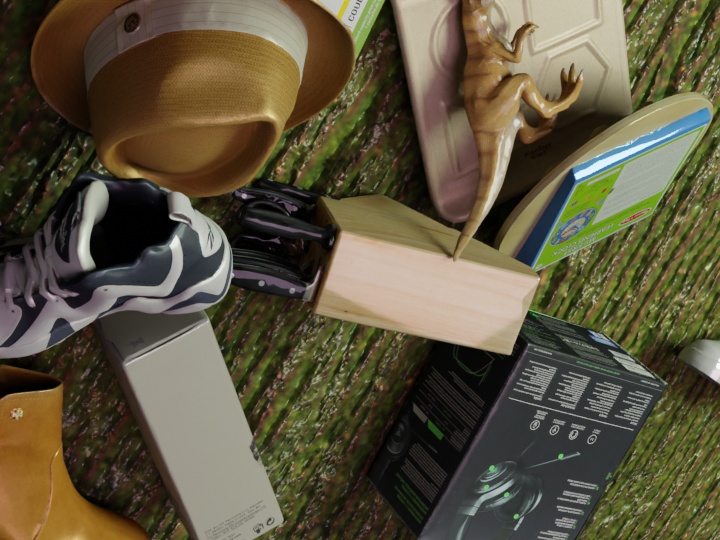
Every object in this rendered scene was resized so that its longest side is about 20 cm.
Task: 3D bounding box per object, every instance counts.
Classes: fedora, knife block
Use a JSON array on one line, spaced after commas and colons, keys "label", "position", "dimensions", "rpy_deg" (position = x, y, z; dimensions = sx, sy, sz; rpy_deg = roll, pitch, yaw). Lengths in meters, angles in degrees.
[{"label": "fedora", "position": [-0.099, -0.099, 0.807], "dimensions": [0.200, 0.082, 0.201], "rpy_deg": [-3, 154, -1]}, {"label": "knife block", "position": [0.000, 0.000, 0.929], "dimensions": [0.175, 0.200, 0.064], "rpy_deg": [-16, 129, -59]}]

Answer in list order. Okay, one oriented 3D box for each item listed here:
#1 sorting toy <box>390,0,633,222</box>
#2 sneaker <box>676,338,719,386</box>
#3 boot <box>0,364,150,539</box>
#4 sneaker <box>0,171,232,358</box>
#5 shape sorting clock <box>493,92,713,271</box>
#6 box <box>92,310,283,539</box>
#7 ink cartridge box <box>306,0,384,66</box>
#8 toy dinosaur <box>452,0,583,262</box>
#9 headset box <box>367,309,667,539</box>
[{"label": "sorting toy", "position": [0.114, -0.157, 0.998], "dimensions": [0.185, 0.036, 0.201], "rpy_deg": [-26, 122, -17]}, {"label": "sneaker", "position": [0.375, 0.066, 1.257], "dimensions": [0.200, 0.074, 0.116], "rpy_deg": [20, 103, -47]}, {"label": "boot", "position": [-0.220, 0.139, 0.935], "dimensions": [0.201, 0.071, 0.144], "rpy_deg": [10, 113, -29]}, {"label": "sneaker", "position": [-0.183, -0.009, 0.818], "dimensions": [0.198, 0.080, 0.130], "rpy_deg": [-5, 156, 2]}, {"label": "shape sorting clock", "position": [0.184, -0.067, 1.035], "dimensions": [0.200, 0.039, 0.200], "rpy_deg": [-31, 157, -15]}, {"label": "box", "position": [-0.122, 0.107, 0.971], "dimensions": [0.068, 0.082, 0.201], "rpy_deg": [-26, 128, -15]}, {"label": "ink cartridge box", "position": [-0.070, -0.225, 0.819], "dimensions": [0.200, 0.076, 0.148], "rpy_deg": [16, 107, -37]}, {"label": "toy dinosaur", "position": [0.097, -0.109, 0.953], "dimensions": [0.106, 0.060, 0.201], "rpy_deg": [-3, 92, -23]}, {"label": "headset box", "position": [0.127, 0.141, 1.130], "dimensions": [0.174, 0.093, 0.201], "rpy_deg": [16, 107, -37]}]
